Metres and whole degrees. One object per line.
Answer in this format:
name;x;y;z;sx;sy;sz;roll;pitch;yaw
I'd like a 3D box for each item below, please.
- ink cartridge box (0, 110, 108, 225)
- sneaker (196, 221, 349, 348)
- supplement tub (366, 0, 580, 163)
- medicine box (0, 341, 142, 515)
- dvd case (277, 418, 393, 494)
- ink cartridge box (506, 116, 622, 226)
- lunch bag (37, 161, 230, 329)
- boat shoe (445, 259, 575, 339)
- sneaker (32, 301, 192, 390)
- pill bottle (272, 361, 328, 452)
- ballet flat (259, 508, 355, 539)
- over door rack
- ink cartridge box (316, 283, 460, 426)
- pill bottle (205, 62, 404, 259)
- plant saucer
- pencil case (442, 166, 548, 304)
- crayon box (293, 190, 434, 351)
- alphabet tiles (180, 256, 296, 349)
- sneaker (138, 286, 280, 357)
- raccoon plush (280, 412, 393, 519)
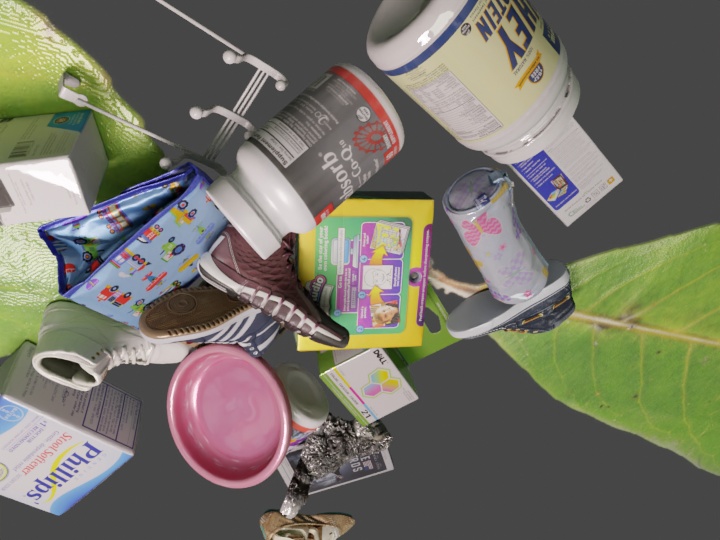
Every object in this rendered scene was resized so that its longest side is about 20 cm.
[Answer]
ink cartridge box;-0.377;-0.102;0.598;0.197;0.117;0.067;-8;129;-6
sneaker;-0.080;0.001;0.681;0.199;0.076;0.117;31;76;-12
supplement tub;0.120;-0.218;0.602;0.199;0.146;0.145;32;114;-30
medicine box;-0.453;0.232;0.834;0.182;0.103;0.200;-39;124;17
dvd case;-0.048;0.337;1.051;0.197;0.025;0.152;-16;128;1
ink cartridge box;0.249;-0.147;0.753;0.199;0.037;0.095;34;114;-33
lunch bag;-0.222;-0.036;0.664;0.198;0.095;0.151;-31;160;-2
boat shoe;0.233;0.069;0.884;0.198;0.071;0.091;-27;123;5
sneaker;-0.322;0.116;0.771;0.198;0.116;0.074;15;120;-24
pill bottle;-0.152;0.243;0.903;0.111;0.112;0.200;34;113;-31
ballet flat;-0.101;0.513;1.143;0.197;0.066;0.071;9;124;-19
over door rack;-0.193;-0.189;0.604;0.199;0.067;0.148;28;115;-29
ink cartridge box;0.051;0.130;0.886;0.198;0.076;0.148;-28;127;10
pill bottle;-0.059;-0.114;0.620;0.200;0.116;0.116;-43;127;-8
plant saucer;-0.179;0.200;0.823;0.198;0.051;0.204;2;95;21
pencil case;0.186;-0.044;0.784;0.090;0.083;0.201;-34;126;3
crayon box;0.000;0.000;0.760;0.170;0.058;0.203;0;108;-10
alphabet tiles;-0.155;0.050;0.805;0.200;0.008;0.166;-43;136;20
sneaker;-0.177;0.070;0.734;0.198;0.070;0.109;-20;143;-34
raccoon plush;-0.032;0.315;0.946;0.132;0.097;0.202;20;83;3
